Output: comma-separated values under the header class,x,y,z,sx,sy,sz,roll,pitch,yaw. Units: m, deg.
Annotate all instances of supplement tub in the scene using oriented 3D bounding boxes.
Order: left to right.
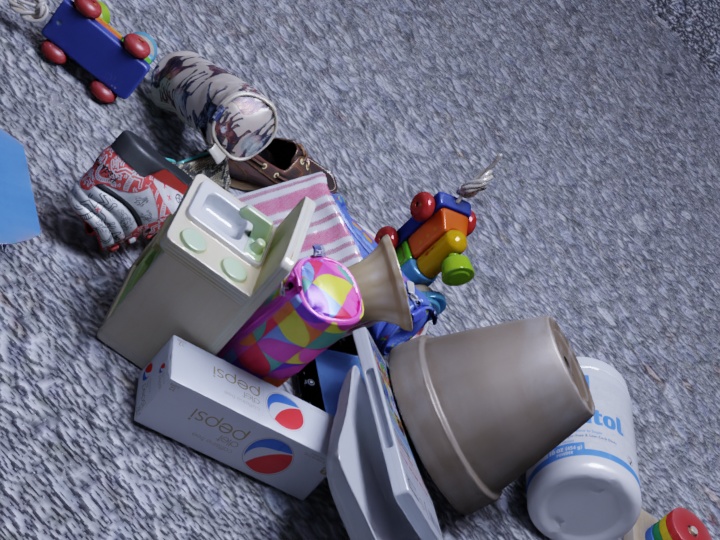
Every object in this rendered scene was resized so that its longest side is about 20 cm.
class,x,y,z,sx,sy,sz,roll,pitch,yaw
supplement tub,0.258,0.211,1.732,0.132,0.132,0.201,33,32,-18

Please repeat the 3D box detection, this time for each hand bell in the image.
class,x,y,z,sx,sy,sz,roll,pitch,yaw
hand bell,-0.054,0.038,1.544,0.104,0.199,0.105,165,-90,-87

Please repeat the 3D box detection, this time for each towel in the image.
class,x,y,z,sx,sy,sz,roll,pitch,yaw
towel,-0.071,-0.011,1.616,0.145,0.030,0.201,-18,67,-16

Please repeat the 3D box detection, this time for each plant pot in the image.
class,x,y,z,sx,sy,sz,roll,pitch,yaw
plant pot,0.151,0.137,1.590,0.201,0.173,0.200,58,14,-24

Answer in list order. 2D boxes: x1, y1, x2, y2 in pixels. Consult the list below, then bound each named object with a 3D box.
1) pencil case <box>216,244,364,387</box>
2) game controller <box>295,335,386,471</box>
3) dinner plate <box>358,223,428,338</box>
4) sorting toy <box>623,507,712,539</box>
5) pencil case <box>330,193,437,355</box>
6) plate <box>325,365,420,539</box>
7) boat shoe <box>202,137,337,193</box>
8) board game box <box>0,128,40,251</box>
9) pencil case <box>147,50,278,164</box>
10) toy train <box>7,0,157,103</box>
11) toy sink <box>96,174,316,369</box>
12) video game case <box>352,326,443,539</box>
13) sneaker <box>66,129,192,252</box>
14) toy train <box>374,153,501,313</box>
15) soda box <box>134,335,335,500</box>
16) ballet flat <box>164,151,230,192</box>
class,x,y,z,sx,sy,sz,roll,pitch,yaw
pencil case,-0.080,0.059,1.445,0.088,0.200,0.089,21,48,-25
game controller,-0.020,0.133,1.583,0.104,0.042,0.201,22,36,-33
dinner plate,-0.001,0.015,1.769,0.199,0.024,0.201,30,32,-21
sorting toy,0.411,0.385,1.760,0.198,0.070,0.200,35,32,-16
pencil case,0.000,0.000,1.683,0.078,0.087,0.200,-23,69,-46
plate,0.010,0.219,1.428,0.200,0.032,0.201,-77,148,-68
boat shoe,-0.097,-0.126,1.784,0.199,0.070,0.071,12,42,-44
board game box,-0.393,-0.083,1.410,0.157,0.039,0.201,14,36,-33
pencil case,-0.174,-0.190,1.689,0.200,0.089,0.078,37,-26,52
toy train,-0.325,-0.290,1.709,0.200,0.085,0.116,39,20,-8
toy sink,-0.152,-0.006,1.439,0.112,0.200,0.131,36,32,-14
video game case,0.039,0.175,1.512,0.143,0.018,0.201,61,11,-51
sneaker,-0.220,-0.059,1.537,0.067,0.108,0.201,49,5,36
toy train,0.108,-0.036,1.733,0.084,0.200,0.116,18,44,-35
soda box,-0.116,0.144,1.426,0.199,0.068,0.064,29,32,-25
ballet flat,-0.208,-0.092,1.623,0.200,0.068,0.076,-10,81,-56
